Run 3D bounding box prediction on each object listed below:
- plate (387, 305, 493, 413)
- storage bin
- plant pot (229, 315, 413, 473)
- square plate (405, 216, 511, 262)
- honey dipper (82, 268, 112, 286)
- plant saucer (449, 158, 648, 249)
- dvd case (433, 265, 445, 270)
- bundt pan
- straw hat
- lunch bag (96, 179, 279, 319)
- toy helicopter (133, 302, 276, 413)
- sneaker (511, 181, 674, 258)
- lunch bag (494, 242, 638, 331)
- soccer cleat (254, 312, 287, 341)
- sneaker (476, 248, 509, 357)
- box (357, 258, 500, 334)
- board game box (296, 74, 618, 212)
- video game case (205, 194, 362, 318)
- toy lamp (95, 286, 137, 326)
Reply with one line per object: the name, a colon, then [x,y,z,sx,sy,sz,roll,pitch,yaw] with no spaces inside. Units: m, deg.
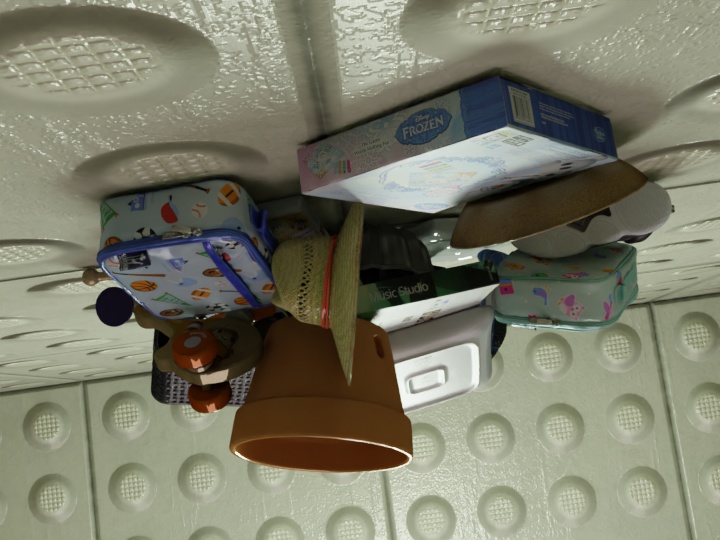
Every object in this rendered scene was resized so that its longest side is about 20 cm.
plate: [0.080,0.131,1.171,0.197,0.033,0.201,-16,146,-2]
storage bin: [-0.175,0.100,1.211,0.198,0.136,0.094,3,132,-12]
plant pot: [-0.039,0.135,0.997,0.198,0.142,0.200,2,159,1]
square plate: [0.125,-0.039,1.251,0.198,0.029,0.198,-3,171,-31]
honey dipper: [-0.254,0.004,1.159,0.198,0.038,0.038,-6,171,-5]
plant saucer: [0.175,-0.073,0.881,0.198,0.036,0.200,-20,-171,3]
dvd case: [0.080,0.060,1.334,0.017,0.144,0.200,0,-176,-17]
bundt pan: [0.000,0.000,1.144,0.199,0.077,0.202,-4,159,-1]
straw hat: [-0.044,0.009,0.876,0.084,0.203,0.201,5,171,-1]
lunch bag: [-0.156,-0.016,0.885,0.158,0.076,0.200,-7,159,8]
toy helicopter: [-0.180,0.064,1.008,0.132,0.080,0.199,-35,-140,-31]
sneaker: [0.288,-0.057,1.119,0.198,0.076,0.114,-11,173,27]
lunch bag: [0.261,0.017,1.129,0.159,0.078,0.200,7,-160,28]
soccer cleat: [-0.123,0.062,1.160,0.064,0.084,0.200,-36,-145,0]
sneaker: [0.163,0.064,1.263,0.077,0.201,0.075,33,-171,33]
box: [0.050,0.043,1.074,0.198,0.037,0.144,-13,162,-18]
board game box: [0.084,-0.098,0.769,0.198,0.044,0.199,-15,169,37]
video game case: [-0.120,-0.006,1.014,0.198,0.023,0.182,-10,145,18]
toy lamp: [-0.295,0.042,1.249,0.058,0.059,0.200,-9,180,8]
